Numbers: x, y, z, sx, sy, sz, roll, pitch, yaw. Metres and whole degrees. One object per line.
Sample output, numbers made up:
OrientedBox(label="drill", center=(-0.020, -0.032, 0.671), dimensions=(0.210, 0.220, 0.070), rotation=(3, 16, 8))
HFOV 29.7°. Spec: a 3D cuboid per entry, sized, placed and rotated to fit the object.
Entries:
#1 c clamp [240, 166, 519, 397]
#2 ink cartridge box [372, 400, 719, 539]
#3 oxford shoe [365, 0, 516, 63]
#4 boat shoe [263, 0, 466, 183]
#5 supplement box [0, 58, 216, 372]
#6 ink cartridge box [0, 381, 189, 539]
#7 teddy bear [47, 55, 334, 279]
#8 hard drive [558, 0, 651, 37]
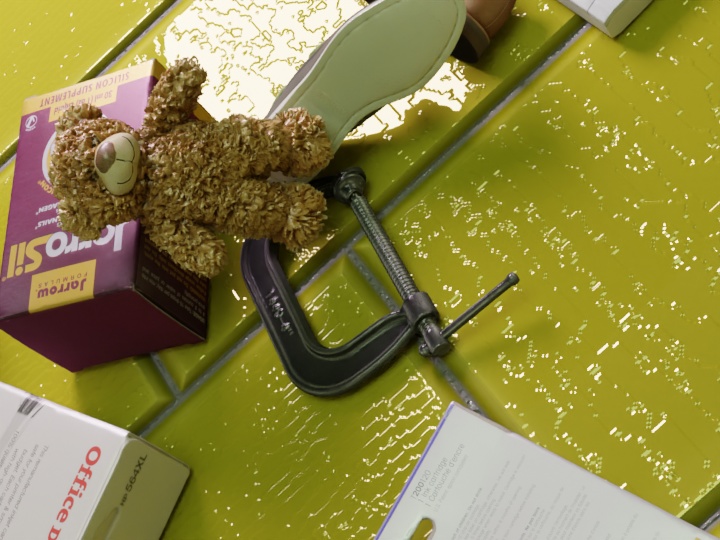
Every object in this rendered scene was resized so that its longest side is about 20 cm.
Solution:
OrientedBox(label="c clamp", center=(0.000, 0.000, 0.962), dimensions=(0.171, 0.027, 0.200), rotation=(-43, 53, 10))
OrientedBox(label="ink cartridge box", center=(0.089, 0.203, 0.788), dimensions=(0.199, 0.043, 0.199), rotation=(25, 79, 35))
OrientedBox(label="oxford shoe", center=(0.038, -0.233, 1.038), dimensions=(0.200, 0.071, 0.071), rotation=(37, 81, 27))
OrientedBox(label="boat shoe", center=(-0.004, -0.144, 0.987), dimensions=(0.201, 0.072, 0.060), rotation=(-41, 21, 25))
OrientedBox(label="supplement box", center=(-0.191, -0.041, 1.041), dimensions=(0.130, 0.103, 0.201), rotation=(-13, 60, 22))
OrientedBox(label="ink cartridge box", center=(-0.241, 0.167, 0.971), dimensions=(0.199, 0.084, 0.147), rotation=(15, 74, 34))
OrientedBox(label="teddy bear", center=(-0.112, -0.067, 0.936), dimensions=(0.146, 0.199, 0.067), rotation=(-67, 21, 6))
OrientedBox(label="hard drive", center=(0.164, -0.270, 1.007), dimensions=(0.132, 0.027, 0.200), rotation=(-45, 52, 1))
